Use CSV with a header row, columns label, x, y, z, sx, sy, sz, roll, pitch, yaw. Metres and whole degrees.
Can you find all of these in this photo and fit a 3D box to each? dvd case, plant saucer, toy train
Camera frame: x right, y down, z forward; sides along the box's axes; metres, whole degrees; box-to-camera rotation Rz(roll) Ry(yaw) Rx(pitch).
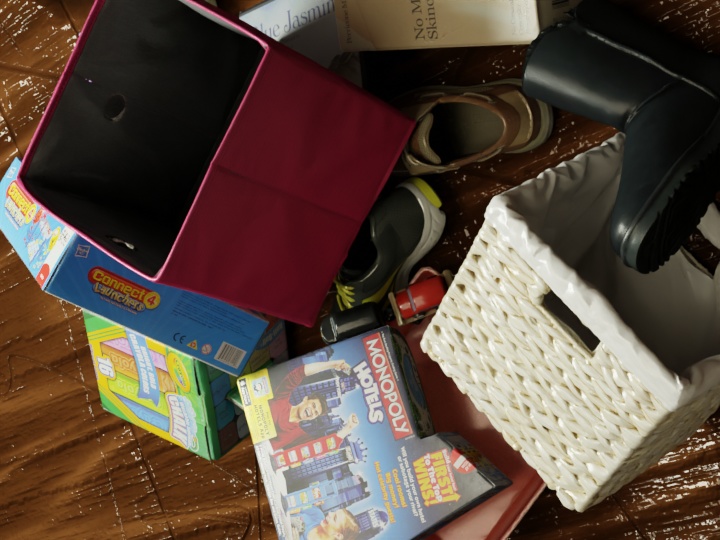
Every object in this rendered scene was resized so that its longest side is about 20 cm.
label,x,y,z,sx,sy,sz,roll,pitch,yaw
dvd case,-0.044,-0.153,1.378,0.142,0.017,0.203,-18,71,38
plant saucer,0.076,0.135,1.366,0.199,0.037,0.201,39,102,18
toy train,0.057,0.021,1.334,0.198,0.046,0.035,-21,75,11

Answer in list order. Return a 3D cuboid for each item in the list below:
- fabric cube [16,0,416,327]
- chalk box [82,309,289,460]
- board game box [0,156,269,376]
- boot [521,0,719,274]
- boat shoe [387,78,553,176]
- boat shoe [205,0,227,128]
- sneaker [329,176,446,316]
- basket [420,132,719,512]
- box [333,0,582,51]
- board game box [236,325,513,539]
label,x,y,z,sx,sy,sz,roll,pitch,yaw
fabric cube,-0.116,-0.097,1.275,0.195,0.199,0.202,32,97,36
chalk box,-0.146,0.085,1.511,0.198,0.125,0.125,18,129,34
board game box,-0.202,-0.005,1.368,0.056,0.199,0.196,-59,34,6
boot,0.184,-0.103,1.148,0.167,0.201,0.077,26,152,25
boat shoe,0.063,-0.116,1.317,0.198,0.071,0.077,-13,96,42
boat shoe,-0.151,-0.179,1.449,0.068,0.056,0.202,-34,64,35
sneaker,0.000,0.000,1.389,0.075,0.084,0.201,49,135,29
basket,0.186,0.035,1.187,0.198,0.199,0.162,47,134,18
box,0.076,-0.227,1.266,0.198,0.077,0.096,2,107,39
board game box,0.017,0.158,1.337,0.198,0.062,0.203,-19,80,18
